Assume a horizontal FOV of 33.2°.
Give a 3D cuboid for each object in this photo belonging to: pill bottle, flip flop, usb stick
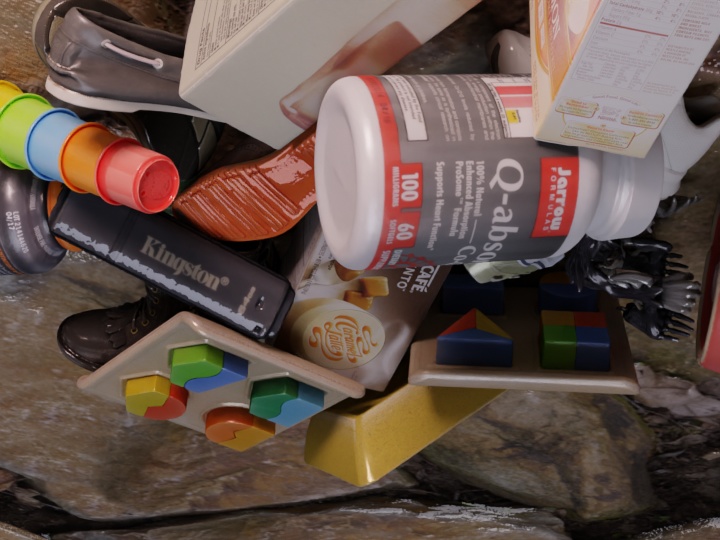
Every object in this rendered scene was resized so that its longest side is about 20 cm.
[{"bbox_3d":[-0.305,-0.048,0.980,0.197,0.107,0.107,-2,147,12],"label":"pill bottle"},{"bbox_3d":[0.078,-0.063,0.751,0.197,0.117,0.116,-4,151,-16],"label":"pill bottle"},{"bbox_3d":[-0.165,-0.135,0.864,0.057,0.082,0.200,27,174,38],"label":"flip flop"},{"bbox_3d":[-0.144,-0.011,0.931,0.198,0.056,0.033,29,169,-15],"label":"usb stick"}]

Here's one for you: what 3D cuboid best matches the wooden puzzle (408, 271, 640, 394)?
[{"bbox_3d":[0.135,0.043,1.027,0.182,0.200,0.047,2,111,4],"label":"wooden puzzle"}]

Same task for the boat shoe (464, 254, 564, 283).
[{"bbox_3d":[0.112,-0.028,0.919,0.061,0.073,0.200,-27,175,12],"label":"boat shoe"}]

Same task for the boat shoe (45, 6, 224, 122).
[{"bbox_3d":[-0.116,-0.139,0.815,0.198,0.067,0.058,-5,123,-43],"label":"boat shoe"}]

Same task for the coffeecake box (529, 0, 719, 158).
[{"bbox_3d":[0.154,-0.186,0.654,0.072,0.155,0.201,8,147,-7],"label":"coffeecake box"}]

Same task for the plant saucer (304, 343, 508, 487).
[{"bbox_3d":[0.042,0.113,1.108,0.049,0.199,0.200,59,164,-7],"label":"plant saucer"}]

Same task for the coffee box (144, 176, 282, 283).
[{"bbox_3d":[-0.135,-0.009,1.076,0.121,0.044,0.201,-4,147,12],"label":"coffee box"}]

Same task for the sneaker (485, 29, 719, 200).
[{"bbox_3d":[0.172,-0.126,0.844,0.198,0.075,0.087,20,130,-30],"label":"sneaker"}]

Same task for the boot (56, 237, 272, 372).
[{"bbox_3d":[-0.171,0.014,1.027,0.197,0.070,0.175,0,142,-1],"label":"boot"}]

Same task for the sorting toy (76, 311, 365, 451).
[{"bbox_3d":[-0.122,0.106,1.037,0.184,0.037,0.199,25,146,-32],"label":"sorting toy"}]

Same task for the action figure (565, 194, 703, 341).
[{"bbox_3d":[0.221,-0.020,0.952,0.101,0.120,0.200,-2,158,28],"label":"action figure"}]

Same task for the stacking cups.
[{"bbox_3d":[-0.204,-0.086,0.866,0.198,0.061,0.061,21,160,34],"label":"stacking cups"}]

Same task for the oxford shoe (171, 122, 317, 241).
[{"bbox_3d":[-0.059,-0.082,0.916,0.198,0.074,0.071,-21,130,28],"label":"oxford shoe"}]

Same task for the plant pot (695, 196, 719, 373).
[{"bbox_3d":[0.358,0.018,0.931,0.175,0.203,0.201,8,149,11],"label":"plant pot"}]

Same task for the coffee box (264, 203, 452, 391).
[{"bbox_3d":[0.000,0.000,0.999,0.113,0.080,0.201,13,134,-15],"label":"coffee box"}]

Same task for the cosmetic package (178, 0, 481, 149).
[{"bbox_3d":[-0.019,-0.173,0.749,0.087,0.105,0.199,26,143,-32],"label":"cosmetic package"}]
